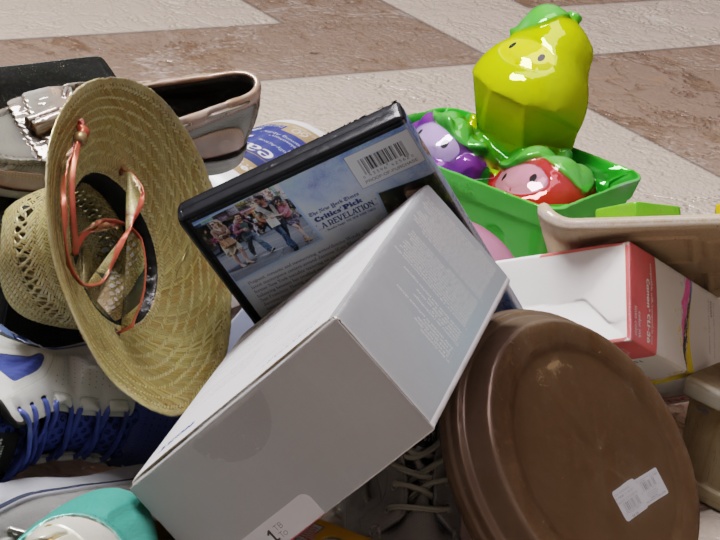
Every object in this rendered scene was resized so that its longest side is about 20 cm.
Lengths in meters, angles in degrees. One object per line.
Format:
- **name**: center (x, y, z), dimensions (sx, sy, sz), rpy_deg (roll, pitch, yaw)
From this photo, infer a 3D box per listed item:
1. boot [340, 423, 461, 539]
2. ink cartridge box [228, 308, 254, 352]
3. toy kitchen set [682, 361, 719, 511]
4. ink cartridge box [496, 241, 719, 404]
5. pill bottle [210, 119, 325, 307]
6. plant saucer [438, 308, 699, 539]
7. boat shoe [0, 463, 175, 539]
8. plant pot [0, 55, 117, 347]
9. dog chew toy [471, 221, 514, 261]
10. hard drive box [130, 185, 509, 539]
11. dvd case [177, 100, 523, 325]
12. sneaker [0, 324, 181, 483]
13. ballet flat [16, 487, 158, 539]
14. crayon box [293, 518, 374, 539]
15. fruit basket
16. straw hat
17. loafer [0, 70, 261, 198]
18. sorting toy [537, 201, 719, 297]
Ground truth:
- **boot**: center (0.024, 0.125, 1.228), dimensions (0.073, 0.096, 0.200), rpy_deg (3, 23, -11)
- **ink cartridge box**: center (-0.034, 0.024, 1.356), dimensions (0.042, 0.200, 0.119), rpy_deg (50, 25, 11)
- **toy kitchen set**: center (0.247, 0.105, 1.259), dimensions (0.199, 0.165, 0.180), rpy_deg (25, 28, 38)
- **ink cartridge box**: center (0.164, 0.045, 1.396), dimensions (0.116, 0.068, 0.200), rpy_deg (-9, -19, 30)
- **pill bottle**: center (-0.094, -0.035, 1.562), dimensions (0.110, 0.112, 0.200), rpy_deg (17, 24, 23)
- **plant saucer**: center (0.125, 0.110, 1.212), dimensions (0.029, 0.201, 0.199), rpy_deg (-32, -7, 39)
- **boat shoe**: center (-0.144, 0.158, 1.140), dimensions (0.086, 0.075, 0.201), rpy_deg (27, 19, 34)
- **plant pot**: center (-0.213, 0.005, 1.343), dimensions (0.199, 0.201, 0.177), rpy_deg (-12, 42, -40)
- **dog chew toy**: center (0.030, 0.013, 1.486), dimensions (0.124, 0.126, 0.200), rpy_deg (-4, 16, -25)
- **hard drive box**: center (-0.017, 0.057, 1.148), dimensions (0.077, 0.156, 0.200), rpy_deg (48, 26, -6)
- **dvd case**: center (0.000, 0.000, 1.257), dimensions (0.142, 0.200, 0.018), rpy_deg (-24, 44, 11)
- **sneaker**: center (-0.185, 0.084, 1.186), dimensions (0.198, 0.081, 0.115), rpy_deg (20, 27, -21)
- **ballet flat**: center (-0.162, 0.165, 1.028), dimensions (0.067, 0.071, 0.200), rpy_deg (44, 55, 8)
- **crayon box**: center (-0.039, 0.197, 1.092), dimensions (0.125, 0.052, 0.200), rpy_deg (18, 25, 24)
- **fruit basket**: center (0.114, -0.103, 1.678), dimensions (0.215, 0.217, 0.155), rpy_deg (22, 26, 33)
- **straw hat**: center (-0.154, -0.009, 1.190), dimensions (0.084, 0.203, 0.201), rpy_deg (-11, 15, 22)
- **loafer**: center (-0.148, -0.091, 1.295), dimensions (0.199, 0.063, 0.072), rpy_deg (-9, 53, -37)
- **sorting toy**: center (0.217, -0.014, 1.374), dimensions (0.198, 0.037, 0.185), rpy_deg (3, -14, 10)
